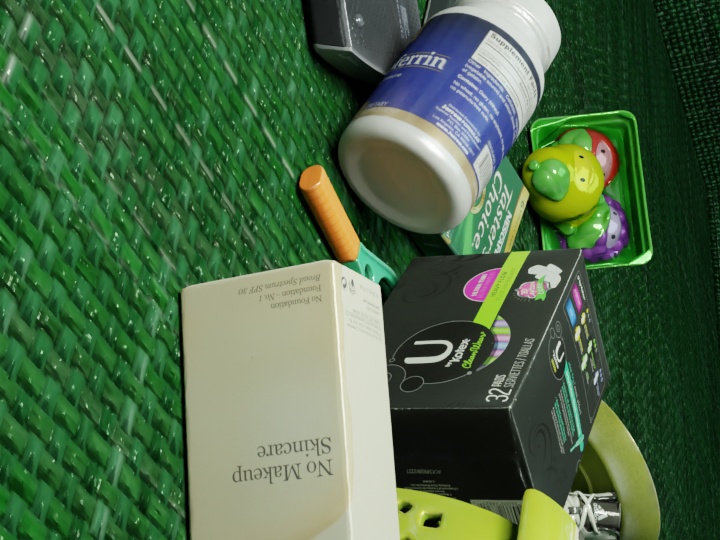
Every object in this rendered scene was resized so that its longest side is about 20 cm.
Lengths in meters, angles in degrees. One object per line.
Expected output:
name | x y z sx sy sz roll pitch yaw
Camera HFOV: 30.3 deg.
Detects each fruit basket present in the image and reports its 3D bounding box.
fruit basket | 0.274 -0.102 1.637 0.216 0.154 0.218 -5 90 -86

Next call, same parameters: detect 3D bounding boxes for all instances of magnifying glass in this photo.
magnifying glass | 0.000 0.000 1.016 0.080 0.022 0.201 -79 151 -42

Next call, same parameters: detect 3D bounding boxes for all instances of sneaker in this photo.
sneaker | 0.186 0.219 1.273 0.200 0.114 0.076 42 43 -58

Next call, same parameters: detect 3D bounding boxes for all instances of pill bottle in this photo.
pill bottle | 0.077 -0.136 1.058 0.201 0.115 0.116 -55 136 -30

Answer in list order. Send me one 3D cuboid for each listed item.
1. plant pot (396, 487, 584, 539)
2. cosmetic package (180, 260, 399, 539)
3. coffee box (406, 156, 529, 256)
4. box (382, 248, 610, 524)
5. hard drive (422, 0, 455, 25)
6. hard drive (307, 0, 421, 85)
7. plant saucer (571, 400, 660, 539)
plant pot | 0.064 0.264 0.840 0.200 0.180 0.201 -74 148 -50
cosmetic package | -0.039 0.105 0.751 0.073 0.103 0.202 30 52 -62
coffee box | 0.091 -0.068 1.205 0.200 0.044 0.124 50 56 -54
box | 0.086 0.088 0.986 0.200 0.147 0.125 -57 136 -50
hard drive | 0.109 -0.242 1.397 0.201 0.033 0.140 -77 150 -47
hard drive | 0.004 -0.219 1.096 0.200 0.042 0.136 2 79 -70
plant saucer | 0.231 0.210 1.373 0.200 0.031 0.201 50 -27 37
